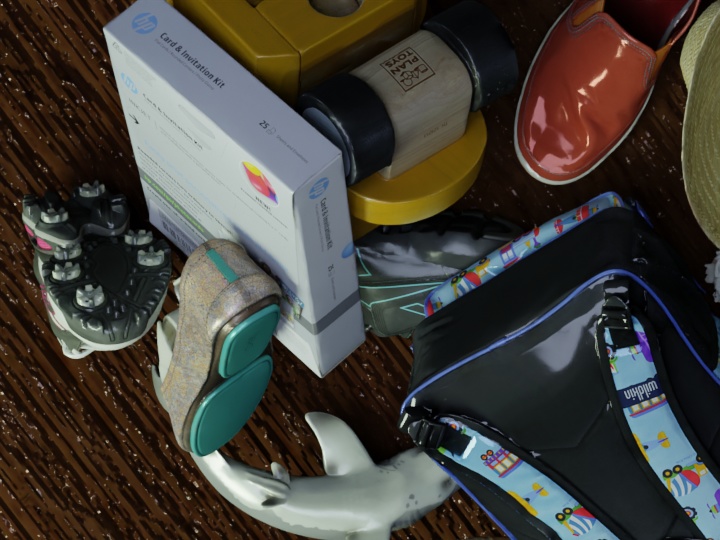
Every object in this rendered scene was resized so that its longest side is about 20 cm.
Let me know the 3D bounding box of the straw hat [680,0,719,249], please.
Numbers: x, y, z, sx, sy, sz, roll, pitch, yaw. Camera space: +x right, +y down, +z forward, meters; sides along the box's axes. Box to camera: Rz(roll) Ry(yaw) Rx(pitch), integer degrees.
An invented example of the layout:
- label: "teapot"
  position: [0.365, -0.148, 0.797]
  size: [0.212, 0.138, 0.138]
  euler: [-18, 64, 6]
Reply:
- label: "straw hat"
  position: [0.228, -0.110, 1.665]
  size: [0.085, 0.200, 0.202]
  euler: [28, 115, 48]

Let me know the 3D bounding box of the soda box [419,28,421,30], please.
- label: "soda box"
  position: [-0.005, -0.139, 1.731]
  size: [0.063, 0.070, 0.201]
  euler: [-28, 96, 18]

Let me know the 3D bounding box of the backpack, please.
- label: "backpack"
  position: [0.143, 0.082, 1.688]
  size: [0.182, 0.135, 0.200]
  euler: [-33, 113, 21]

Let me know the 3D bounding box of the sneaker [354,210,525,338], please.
- label: "sneaker"
  position: [0.000, 0.000, 1.762]
  size: [0.199, 0.075, 0.080]
  euler: [9, 108, 13]

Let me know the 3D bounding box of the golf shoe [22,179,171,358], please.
- label: "golf shoe"
  position: [-0.153, 0.016, 1.753]
  size: [0.077, 0.200, 0.089]
  euler: [-8, 112, -10]

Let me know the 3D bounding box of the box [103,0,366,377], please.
- label: "box"
  position: [-0.068, -0.046, 1.638]
  size: [0.041, 0.200, 0.156]
  euler: [-41, 64, -17]

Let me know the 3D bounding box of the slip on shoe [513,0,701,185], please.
- label: "slip on shoe"
  position: [0.150, -0.135, 1.697]
  size: [0.074, 0.061, 0.200]
  euler: [36, 111, 2]

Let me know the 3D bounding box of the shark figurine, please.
- label: "shark figurine"
  position: [-0.043, 0.133, 1.809]
  size: [0.213, 0.090, 0.129]
  euler: [17, 74, 2]

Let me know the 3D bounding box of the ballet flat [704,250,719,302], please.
- label: "ballet flat"
  position: [0.260, 0.067, 1.725]
  size: [0.071, 0.072, 0.201]
  euler: [-21, 95, 18]

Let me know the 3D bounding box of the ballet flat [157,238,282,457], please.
- label: "ballet flat"
  position: [-0.085, 0.039, 1.691]
  size: [0.067, 0.068, 0.200]
  euler: [51, 153, 16]

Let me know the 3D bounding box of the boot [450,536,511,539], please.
- label: "boot"
  position: [0.083, 0.232, 1.804]
  size: [0.154, 0.077, 0.201]
  euler: [4, 132, -16]

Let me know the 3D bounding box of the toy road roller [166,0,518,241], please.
- label: "toy road roller"
  position: [-0.014, -0.107, 1.640]
  size: [0.200, 0.123, 0.146]
  euler: [47, 153, 24]
